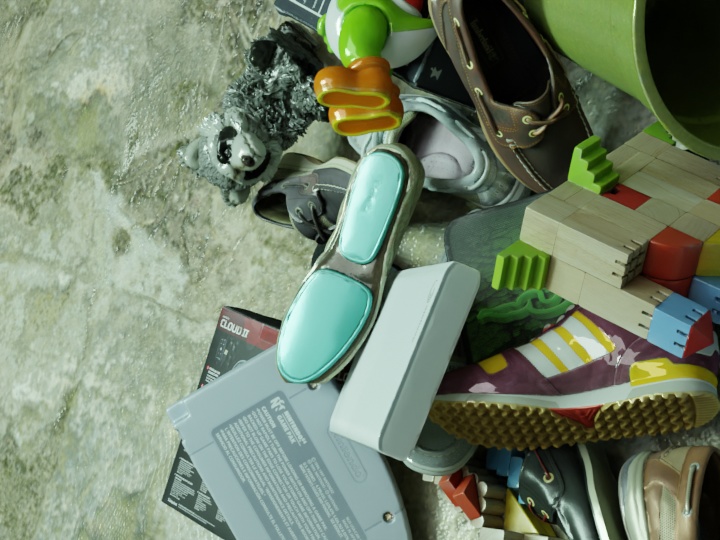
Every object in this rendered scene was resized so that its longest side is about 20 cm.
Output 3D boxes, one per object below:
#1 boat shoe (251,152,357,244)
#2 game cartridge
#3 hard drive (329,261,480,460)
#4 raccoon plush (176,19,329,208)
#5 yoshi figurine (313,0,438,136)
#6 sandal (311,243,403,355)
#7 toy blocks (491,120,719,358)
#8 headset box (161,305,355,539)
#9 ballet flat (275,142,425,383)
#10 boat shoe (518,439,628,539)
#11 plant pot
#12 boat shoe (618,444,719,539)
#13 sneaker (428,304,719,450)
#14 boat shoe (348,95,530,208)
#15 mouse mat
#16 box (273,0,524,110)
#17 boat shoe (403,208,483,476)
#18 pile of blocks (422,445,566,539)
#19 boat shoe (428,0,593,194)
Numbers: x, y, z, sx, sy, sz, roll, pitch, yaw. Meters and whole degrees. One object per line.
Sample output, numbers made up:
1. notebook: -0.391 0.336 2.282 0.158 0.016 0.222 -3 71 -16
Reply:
1. boat shoe: -0.030 -0.054 1.272 0.065 0.072 0.200 -50 29 -13
2. game cartridge: -0.047 0.162 1.192 0.133 0.040 0.200 -29 89 7
3. hard drive: 0.026 0.061 1.077 0.200 0.027 0.132 169 124 -79
4. raccoon plush: -0.082 -0.133 1.332 0.097 0.200 0.134 43 105 -3
5. yoshi figurine: -0.016 -0.208 1.138 0.112 0.112 0.201 -18 65 48
6. sandal: 0.018 0.024 1.255 0.075 0.048 0.201 -55 34 17
7. toy blocks: 0.199 -0.019 0.991 0.136 0.200 0.100 28 128 28
8. headset box: -0.071 0.129 1.285 0.149 0.077 0.201 19 91 46
9. ballet flat: 0.000 0.000 1.161 0.067 0.062 0.200 29 99 19
10. boat shoe: 0.144 0.149 1.057 0.063 0.074 0.202 -27 52 15
11. plant pot: 0.209 -0.189 1.038 0.190 0.200 0.201 29 99 59
12. boat shoe: 0.218 0.204 0.975 0.072 0.076 0.201 -26 63 36
13. sneaker: 0.139 0.064 1.025 0.199 0.075 0.090 -4 58 15
14. boat shoe: 0.052 -0.100 1.225 0.202 0.065 0.075 32 101 47
15. mouse mat: 0.163 0.009 1.075 0.199 0.008 0.161 -16 64 13
16. box: 0.063 -0.254 1.228 0.198 0.123 0.200 37 107 45
17. boat shoe: 0.069 0.052 1.132 0.074 0.065 0.202 11 63 18
18. pile of blocks: 0.083 0.141 1.136 0.082 0.062 0.200 -56 47 17
19. boat shoe: 0.114 -0.127 1.094 0.070 0.200 0.070 -39 19 -4
